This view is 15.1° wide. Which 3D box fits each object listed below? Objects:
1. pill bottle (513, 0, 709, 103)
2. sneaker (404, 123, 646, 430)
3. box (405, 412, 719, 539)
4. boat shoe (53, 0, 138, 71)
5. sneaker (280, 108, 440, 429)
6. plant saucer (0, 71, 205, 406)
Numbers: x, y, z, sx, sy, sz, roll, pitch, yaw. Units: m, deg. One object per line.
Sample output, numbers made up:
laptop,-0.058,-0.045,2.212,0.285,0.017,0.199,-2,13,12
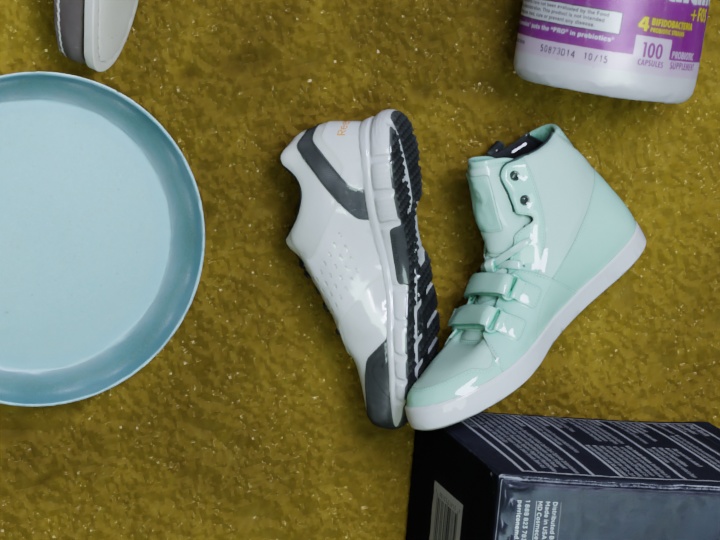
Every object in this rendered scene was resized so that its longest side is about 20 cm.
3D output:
pill bottle,0.159,-0.205,1.612,0.112,0.112,0.200,6,99,-13
sneaker,0.074,-0.001,1.632,0.200,0.074,0.118,-45,111,-25
box,0.146,0.162,1.625,0.198,0.200,0.123,3,98,-13
boat shoe,-0.162,-0.216,1.564,0.059,0.072,0.200,9,109,14
sneaker,0.000,0.000,1.643,0.080,0.074,0.200,-2,106,16
plant saucer,-0.193,-0.019,1.609,0.200,0.027,0.200,-2,100,-11
